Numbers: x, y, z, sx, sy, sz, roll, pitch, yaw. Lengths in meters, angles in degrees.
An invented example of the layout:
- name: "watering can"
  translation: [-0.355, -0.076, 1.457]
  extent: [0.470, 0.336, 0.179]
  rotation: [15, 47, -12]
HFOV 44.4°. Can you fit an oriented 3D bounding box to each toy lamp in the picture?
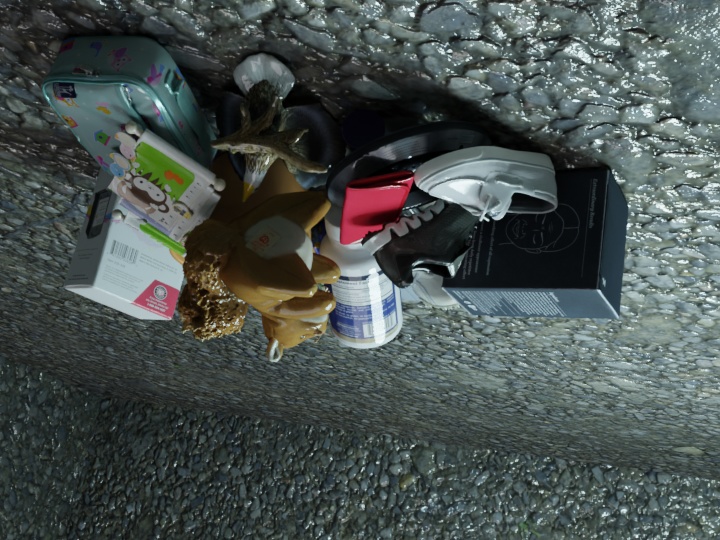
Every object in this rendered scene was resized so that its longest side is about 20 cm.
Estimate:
- name: "toy lamp"
  translation: [0.011, -0.124, 1.083]
  extent: [0.057, 0.059, 0.201]
  rotation: [9, 161, 6]

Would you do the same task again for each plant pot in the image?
- name: "plant pot"
  translation: [-0.147, -0.069, 1.202]
  extent: [0.196, 0.143, 0.201]
  rotation: [11, 162, 4]

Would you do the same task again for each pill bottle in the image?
- name: "pill bottle"
  translation: [0.000, 0.000, 1.247]
  extent: [0.109, 0.112, 0.203]
  rotation: [6, 128, 17]

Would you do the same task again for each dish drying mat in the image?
- name: "dish drying mat"
  translation: [0.015, -0.068, 1.013]
  extent: [0.075, 0.019, 0.200]
  rotation: [-11, 167, -7]

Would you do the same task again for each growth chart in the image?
- name: "growth chart"
  translation: [-0.234, -0.088, 1.037]
  extent: [0.143, 0.018, 0.200]
  rotation: [27, 145, -7]

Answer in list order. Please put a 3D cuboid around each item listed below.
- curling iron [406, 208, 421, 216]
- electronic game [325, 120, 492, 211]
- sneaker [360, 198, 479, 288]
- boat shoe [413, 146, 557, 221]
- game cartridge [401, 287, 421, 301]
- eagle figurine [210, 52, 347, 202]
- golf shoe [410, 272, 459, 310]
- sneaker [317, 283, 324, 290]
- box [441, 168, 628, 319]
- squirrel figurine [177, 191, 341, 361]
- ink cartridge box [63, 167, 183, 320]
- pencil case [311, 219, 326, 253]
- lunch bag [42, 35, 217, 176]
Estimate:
- name: "curling iron"
  translation: [0.120, -0.050, 1.282]
  extent: [0.049, 0.026, 0.199]
  rotation: [-26, 139, 27]
- name: "electronic game"
  translation: [0.056, -0.116, 1.010]
  extent: [0.196, 0.042, 0.200]
  rotation: [-15, 165, -4]
- name: "sneaker"
  translation: [0.103, -0.040, 1.034]
  extent: [0.197, 0.092, 0.067]
  rotation: [-27, 173, -16]
- name: "boat shoe"
  translation: [0.145, -0.090, 0.979]
  extent: [0.197, 0.070, 0.072]
  rotation: [0, 159, -42]
- name: "game cartridge"
  translation: [0.127, 0.016, 1.449]
  extent: [0.196, 0.042, 0.133]
  rotation: [2, 163, 27]
- name: "eagle figurine"
  translation: [-0.106, -0.150, 1.018]
  extent: [0.153, 0.150, 0.200]
  rotation: [54, -170, -4]
- name: "golf shoe"
  translation: [0.083, -0.010, 1.273]
  extent: [0.198, 0.079, 0.098]
  rotation: [23, 160, 40]
- name: "sneaker"
  translation: [-0.039, -0.002, 1.408]
  extent: [0.196, 0.092, 0.067]
  rotation: [8, 161, 9]
- name: "box"
  translation: [0.216, -0.030, 1.084]
  extent: [0.197, 0.151, 0.107]
  rotation: [0, 159, 31]
- name: "squirrel figurine"
  translation: [-0.121, 0.021, 1.062]
  extent: [0.195, 0.144, 0.188]
  rotation: [-2, 144, 1]
- name: "ink cartridge box"
  translation: [-0.324, -0.045, 1.280]
  extent: [0.085, 0.204, 0.147]
  rotation: [-5, 156, 41]
- name: "pencil case"
  translation: [-0.113, -0.008, 1.347]
  extent: [0.197, 0.078, 0.088]
  rotation: [-22, 108, 19]
- name: "lunch bag"
  translation: [-0.258, -0.177, 1.012]
  extent: [0.157, 0.078, 0.201]
  rotation: [9, 152, 22]
